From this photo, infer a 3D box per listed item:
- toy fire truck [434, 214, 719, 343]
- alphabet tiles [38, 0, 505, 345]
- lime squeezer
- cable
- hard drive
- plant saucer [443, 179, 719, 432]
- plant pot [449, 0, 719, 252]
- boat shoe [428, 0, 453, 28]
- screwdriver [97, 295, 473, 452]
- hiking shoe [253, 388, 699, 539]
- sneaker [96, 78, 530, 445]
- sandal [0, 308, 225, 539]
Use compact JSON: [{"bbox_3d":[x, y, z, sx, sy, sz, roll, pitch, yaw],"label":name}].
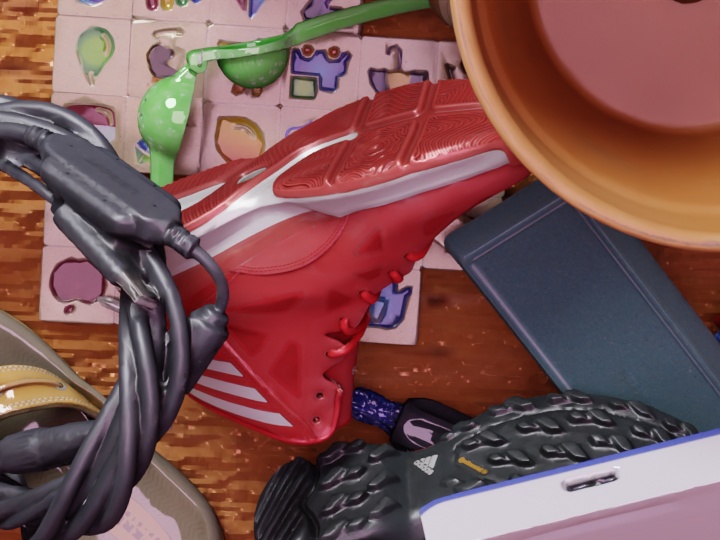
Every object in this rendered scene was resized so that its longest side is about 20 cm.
[{"bbox_3d":[0.110,-0.019,1.085,0.141,0.049,0.200,-39,93,1],"label":"toy fire truck"},{"bbox_3d":[-0.036,-0.055,1.113,0.200,0.008,0.167,4,92,1],"label":"alphabet tiles"},{"bbox_3d":[-0.048,-0.070,1.089,0.071,0.038,0.200,44,89,6],"label":"lime squeezer"},{"bbox_3d":[-0.140,0.018,1.036,0.200,0.051,0.163,32,110,33],"label":"cable"},{"bbox_3d":[0.105,0.143,1.036,0.132,0.200,0.025,-14,50,2],"label":"hard drive"},{"bbox_3d":[0.119,0.048,1.070,0.070,0.019,0.200,-32,107,21],"label":"plant saucer"},{"bbox_3d":[0.129,-0.112,0.960,0.200,0.140,0.200,0,96,-1],"label":"plant pot"},{"bbox_3d":[0.114,-0.168,1.062,0.200,0.072,0.065,-49,53,2],"label":"boat shoe"},{"bbox_3d":[-0.021,0.050,1.102,0.200,0.029,0.028,22,92,-4],"label":"screwdriver"},{"bbox_3d":[0.059,0.106,1.072,0.200,0.074,0.087,-8,134,17],"label":"hiking shoe"},{"bbox_3d":[0.000,0.000,1.047,0.200,0.078,0.116,-16,116,27],"label":"sneaker"},{"bbox_3d":[-0.143,0.077,1.095,0.200,0.054,0.080,38,92,0],"label":"sandal"}]
